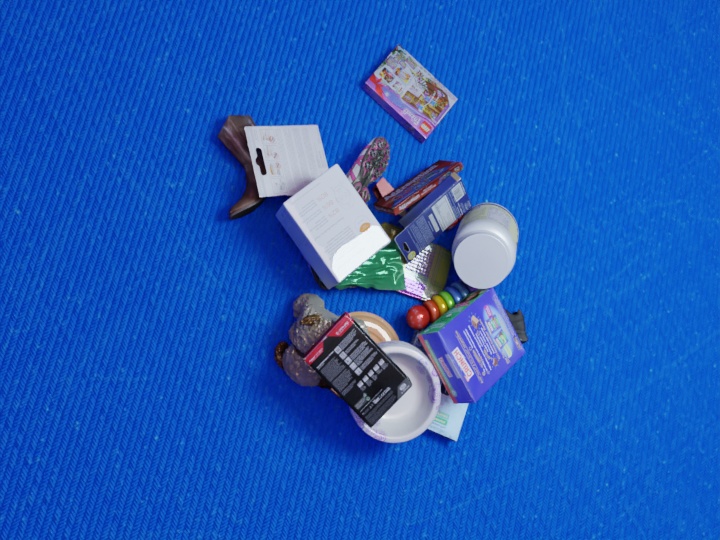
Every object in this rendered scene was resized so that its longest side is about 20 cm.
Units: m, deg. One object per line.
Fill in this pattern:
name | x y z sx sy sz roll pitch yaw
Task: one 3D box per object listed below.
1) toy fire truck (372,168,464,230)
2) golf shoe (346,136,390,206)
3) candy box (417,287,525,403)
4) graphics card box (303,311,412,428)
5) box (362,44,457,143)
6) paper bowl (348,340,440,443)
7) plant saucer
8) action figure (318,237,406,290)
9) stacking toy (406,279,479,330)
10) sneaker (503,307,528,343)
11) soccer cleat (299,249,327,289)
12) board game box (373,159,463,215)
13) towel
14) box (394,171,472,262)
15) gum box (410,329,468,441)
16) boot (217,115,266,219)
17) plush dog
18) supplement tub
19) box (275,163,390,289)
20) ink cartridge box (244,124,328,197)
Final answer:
toy fire truck | 0.137 -0.160 1.755 0.141 0.049 0.201 -41 91 -15
golf shoe | -0.003 -0.220 1.712 0.072 0.091 0.204 36 76 -40
candy box | 0.241 0.159 1.599 0.198 0.076 0.172 -33 97 -37
graphics card box | -0.004 0.198 1.493 0.126 0.051 0.200 -45 98 2
box | 0.120 -0.427 1.804 0.199 0.039 0.138 42 74 -3
paper bowl | 0.069 0.251 1.581 0.194 0.104 0.207 0 95 0
plant saucer | 0.002 0.194 1.671 0.194 0.032 0.207 2 80 -12
action figure | 0.000 0.000 1.669 0.195 0.055 0.122 -9 83 -18
stacking toy | 0.189 0.077 1.690 0.196 0.085 0.087 -20 84 -24
sneaker | 0.296 0.124 1.734 0.195 0.076 0.094 7 72 -20
soccer cleat | -0.110 -0.054 1.681 0.067 0.073 0.204 -28 104 -28
board game box | 0.130 -0.189 1.680 0.198 0.102 0.020 -35 111 -16
towel | 0.111 -0.015 1.738 0.195 0.023 0.147 20 76 -9
box | 0.158 -0.117 1.677 0.199 0.121 0.032 -42 57 -3
gum box | 0.170 0.257 1.689 0.166 0.045 0.205 22 77 -6
boot | -0.273 -0.237 1.672 0.185 0.064 0.202 -37 93 -29
plush dog | -0.101 0.166 1.591 0.197 0.160 0.176 26 106 19
supplement tub | 0.280 -0.056 1.671 0.141 0.201 0.149 5 113 13
box | -0.060 -0.091 1.586 0.151 0.106 0.202 -37 93 -18
ink cartridge box | -0.165 -0.241 1.671 0.196 0.050 0.166 -10 82 -35
